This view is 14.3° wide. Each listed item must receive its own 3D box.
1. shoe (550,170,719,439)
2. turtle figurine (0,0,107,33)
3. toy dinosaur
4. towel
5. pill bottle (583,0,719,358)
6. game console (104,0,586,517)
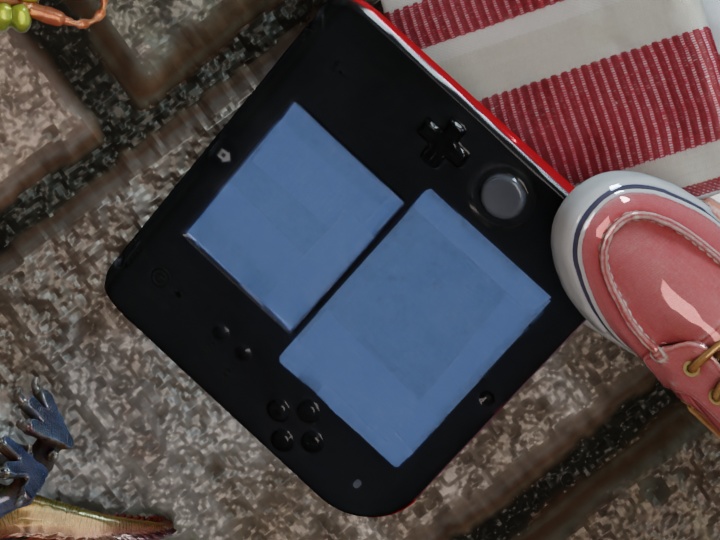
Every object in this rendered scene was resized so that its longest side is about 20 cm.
[{"bbox_3d":[0.166,0.037,1.229,0.071,0.091,0.200,-47,122,-2],"label":"shoe"},{"bbox_3d":[-0.200,-0.179,1.259,0.161,0.064,0.200,-20,84,-5],"label":"turtle figurine"},{"bbox_3d":[-0.217,0.126,1.314,0.181,0.105,0.200,-33,119,21],"label":"toy dinosaur"},{"bbox_3d":[0.081,-0.114,1.277,0.144,0.023,0.200,-17,87,25],"label":"towel"},{"bbox_3d":[0.171,-0.054,1.315,0.112,0.112,0.200,29,96,-13],"label":"pill bottle"},{"bbox_3d":[0.000,0.000,1.289,0.177,0.031,0.200,41,118,-2],"label":"game console"}]
